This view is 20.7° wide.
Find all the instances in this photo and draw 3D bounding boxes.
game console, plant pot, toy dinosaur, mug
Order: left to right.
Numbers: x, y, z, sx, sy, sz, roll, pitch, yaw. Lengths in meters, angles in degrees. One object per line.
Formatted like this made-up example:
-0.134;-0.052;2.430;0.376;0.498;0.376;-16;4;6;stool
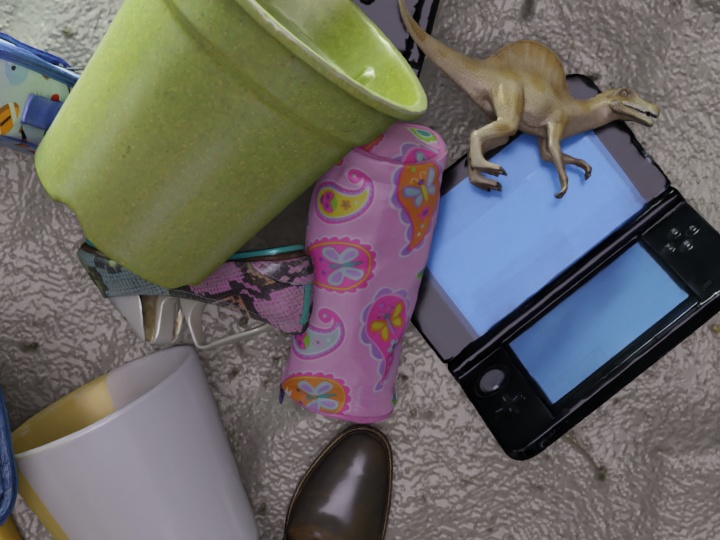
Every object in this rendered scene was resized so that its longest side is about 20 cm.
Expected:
-0.151;0.153;1.328;0.149;0.186;0.154;-33;102;-29;mug
-0.092;-0.096;1.191;0.200;0.200;0.184;41;106;-1;plant pot
0.095;-0.107;1.291;0.199;0.058;0.102;18;77;-19;toy dinosaur
0.126;-0.005;1.309;0.200;0.176;0.117;-39;120;4;game console

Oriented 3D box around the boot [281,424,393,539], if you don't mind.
-0.028;0.203;1.329;0.074;0.097;0.201;22;94;0;boot

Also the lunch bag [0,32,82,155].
-0.252;-0.123;1.269;0.159;0.200;0.076;17;92;14;lunch bag

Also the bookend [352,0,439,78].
-0.041;-0.145;1.313;0.197;0.092;0.202;16;94;0;bookend

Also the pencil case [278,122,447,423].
0.000;0.000;1.296;0.087;0.088;0.201;11;115;1;pencil case

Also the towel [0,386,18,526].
-0.270;0.111;1.287;0.048;0.200;0.113;-12;92;-28;towel

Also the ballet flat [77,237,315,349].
-0.112;0.015;1.297;0.199;0.069;0.072;3;95;37;ballet flat
